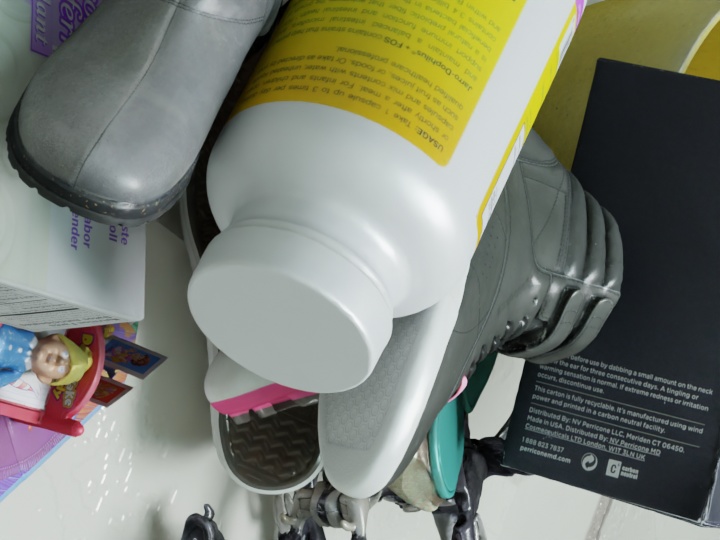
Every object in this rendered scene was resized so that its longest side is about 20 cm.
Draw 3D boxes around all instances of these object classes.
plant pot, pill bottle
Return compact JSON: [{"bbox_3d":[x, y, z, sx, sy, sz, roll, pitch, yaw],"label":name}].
[{"bbox_3d":[0.125,-0.050,1.449,0.200,0.142,0.200,-24,120,-51],"label":"plant pot"},{"bbox_3d":[0.008,-0.055,1.113,0.200,0.104,0.104,-64,146,-33],"label":"pill bottle"}]

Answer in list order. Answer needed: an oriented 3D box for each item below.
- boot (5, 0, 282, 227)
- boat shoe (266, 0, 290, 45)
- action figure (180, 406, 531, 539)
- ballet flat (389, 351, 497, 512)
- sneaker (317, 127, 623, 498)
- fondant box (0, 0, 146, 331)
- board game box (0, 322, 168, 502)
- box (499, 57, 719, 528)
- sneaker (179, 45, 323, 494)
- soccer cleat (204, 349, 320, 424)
[{"bbox_3d":[-0.059,-0.113,1.059,0.200,0.070,0.132,-68,-176,-53],"label":"boot"},{"bbox_3d":[0.021,-0.112,1.286,0.075,0.075,0.202,51,33,-8],"label":"boat shoe"},{"bbox_3d":[0.002,0.125,1.356,0.200,0.119,0.102,-26,119,-43],"label":"action figure"},{"bbox_3d":[0.020,0.057,1.324,0.200,0.062,0.068,-59,144,-71],"label":"ballet flat"},{"bbox_3d":[0.051,0.022,1.179,0.099,0.071,0.200,38,50,-24],"label":"sneaker"},{"bbox_3d":[-0.154,-0.066,1.073,0.200,0.058,0.145,20,67,-58],"label":"fondant box"},{"bbox_3d":[-0.137,0.025,1.178,0.200,0.039,0.158,-44,135,-40],"label":"board game box"},{"bbox_3d":[0.171,0.018,1.318,0.200,0.104,0.182,14,91,-57],"label":"box"},{"bbox_3d":[-0.043,-0.006,1.305,0.085,0.073,0.200,-137,-130,-88],"label":"sneaker"},{"bbox_3d":[0.000,0.000,1.238,0.200,0.070,0.086,-23,95,-45],"label":"soccer cleat"}]
